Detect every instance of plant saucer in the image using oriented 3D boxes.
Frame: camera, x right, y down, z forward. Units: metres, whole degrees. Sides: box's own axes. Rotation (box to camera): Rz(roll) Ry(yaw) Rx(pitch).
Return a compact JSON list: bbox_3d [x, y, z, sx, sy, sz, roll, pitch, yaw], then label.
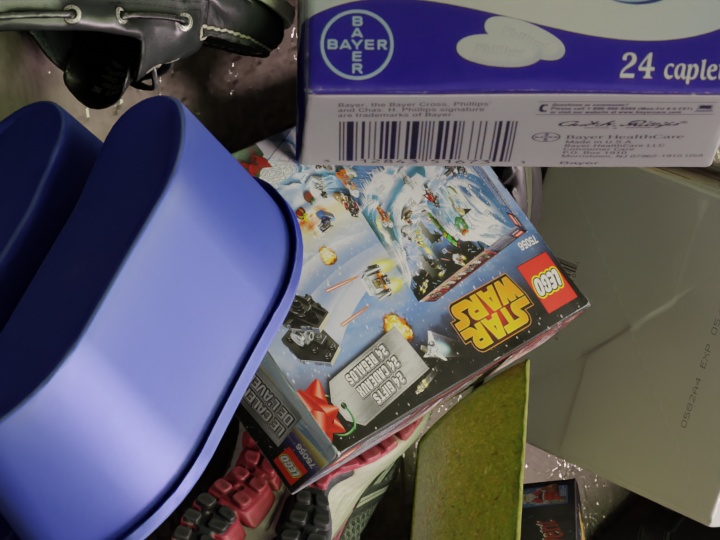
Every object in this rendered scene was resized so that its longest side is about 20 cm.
[{"bbox_3d":[0.041,0.170,1.199,0.200,0.048,0.200,92,3,-60],"label":"plant saucer"}]

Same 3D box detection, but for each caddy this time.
[{"bbox_3d":[-0.106,0.028,0.994,0.105,0.141,0.200,51,55,-36],"label":"caddy"}]

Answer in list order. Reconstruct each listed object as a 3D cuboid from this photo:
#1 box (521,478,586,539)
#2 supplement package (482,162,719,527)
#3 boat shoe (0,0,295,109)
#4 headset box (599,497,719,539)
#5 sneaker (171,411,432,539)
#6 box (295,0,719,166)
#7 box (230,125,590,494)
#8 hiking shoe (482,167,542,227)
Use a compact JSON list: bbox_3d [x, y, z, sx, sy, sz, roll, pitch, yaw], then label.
[{"bbox_3d":[0.097,0.214,1.278,0.200,0.038,0.137,-83,165,-60],"label":"box"},{"bbox_3d":[0.190,0.032,1.356,0.200,0.150,0.152,4,106,-53],"label":"supplement package"},{"bbox_3d":[-0.106,-0.098,1.037,0.199,0.074,0.066,13,85,-52],"label":"boat shoe"},{"bbox_3d":[0.216,0.169,1.426,0.200,0.149,0.077,-34,125,-46],"label":"headset box"},{"bbox_3d":[-0.032,0.098,1.164,0.200,0.080,0.075,-54,164,-40],"label":"sneaker"},{"bbox_3d":[0.064,-0.152,1.119,0.105,0.183,0.201,94,-4,-74],"label":"box"},{"bbox_3d":[0.000,0.000,1.158,0.200,0.040,0.137,-26,78,-49],"label":"box"},{"bbox_3d":[0.065,-0.108,1.262,0.101,0.076,0.200,-28,115,-45],"label":"hiking shoe"}]
